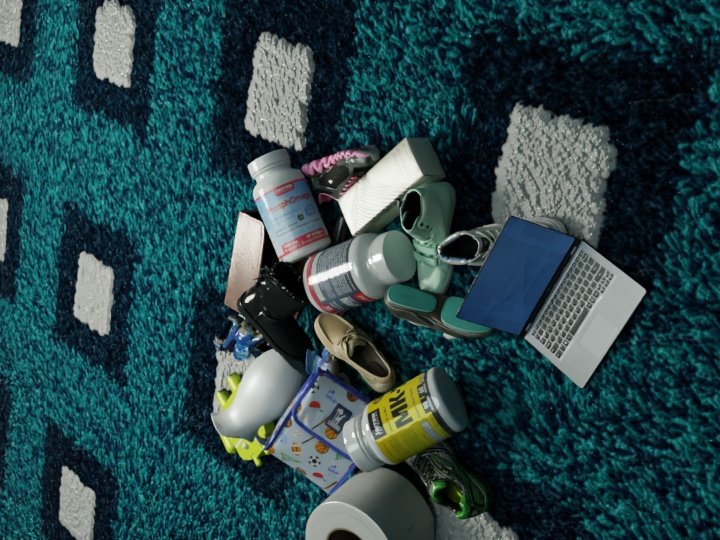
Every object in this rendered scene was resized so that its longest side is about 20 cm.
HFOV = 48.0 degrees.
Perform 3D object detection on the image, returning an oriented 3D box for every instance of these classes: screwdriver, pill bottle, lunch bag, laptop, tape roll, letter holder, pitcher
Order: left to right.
[{"bbox_3d":[-0.183,-0.005,1.646,0.141,0.099,0.204,26,112,36],"label":"letter holder"},{"bbox_3d":[-0.184,0.268,1.666,0.201,0.171,0.122,-48,42,9],"label":"pitcher"},{"bbox_3d":[-0.139,-0.121,1.543,0.108,0.108,0.204,-24,90,42],"label":"pill bottle"},{"bbox_3d":[-0.062,0.295,1.517,0.168,0.124,0.201,34,118,-4],"label":"lunch bag"},{"bbox_3d":[-0.056,-0.015,1.575,0.029,0.027,0.204,-118,41,-59],"label":"screwdriver"},{"bbox_3d":[0.000,0.000,1.458,0.198,0.118,0.122,-20,81,43],"label":"pill bottle"},{"bbox_3d":[0.017,0.478,1.459,0.199,0.138,0.208,12,111,32],"label":"tape roll"},{"bbox_3d":[0.074,0.260,1.384,0.198,0.114,0.116,-32,73,19],"label":"pill bottle"},{"bbox_3d":[0.279,0.051,1.204,0.200,0.115,0.190,43,123,31],"label":"laptop"}]

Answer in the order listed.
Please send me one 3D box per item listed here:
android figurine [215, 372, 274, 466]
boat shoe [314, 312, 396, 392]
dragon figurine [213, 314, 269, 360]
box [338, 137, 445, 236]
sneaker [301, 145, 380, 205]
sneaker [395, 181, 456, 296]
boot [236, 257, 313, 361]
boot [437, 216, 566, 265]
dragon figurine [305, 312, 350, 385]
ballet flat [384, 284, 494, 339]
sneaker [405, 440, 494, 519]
[{"bbox_3d":[-0.256,0.334,1.794,0.183,0.041,0.202,-50,60,34],"label":"android figurine"},{"bbox_3d":[-0.009,0.139,1.500,0.199,0.071,0.065,39,163,21],"label":"boat shoe"},{"bbox_3d":[-0.241,0.156,1.737,0.197,0.058,0.102,18,111,41],"label":"dragon figurine"},{"bbox_3d":[0.052,-0.145,1.427,0.199,0.068,0.083,-40,67,39],"label":"box"},{"bbox_3d":[-0.028,-0.173,1.504,0.198,0.078,0.098,-10,94,51],"label":"sneaker"},{"bbox_3d":[0.101,-0.045,1.360,0.073,0.117,0.206,11,104,39],"label":"sneaker"},{"bbox_3d":[-0.137,0.077,1.554,0.198,0.074,0.162,43,136,-10],"label":"boot"},{"bbox_3d":[0.217,-0.038,1.266,0.197,0.094,0.075,-13,86,43],"label":"boot"},{"bbox_3d":[-0.070,0.180,1.586,0.098,0.058,0.205,1,95,43],"label":"dragon figurine"},{"bbox_3d":[0.135,0.074,1.370,0.196,0.069,0.069,20,149,17],"label":"ballet flat"},{"bbox_3d":[0.136,0.348,1.395,0.199,0.084,0.080,33,116,37],"label":"sneaker"}]
